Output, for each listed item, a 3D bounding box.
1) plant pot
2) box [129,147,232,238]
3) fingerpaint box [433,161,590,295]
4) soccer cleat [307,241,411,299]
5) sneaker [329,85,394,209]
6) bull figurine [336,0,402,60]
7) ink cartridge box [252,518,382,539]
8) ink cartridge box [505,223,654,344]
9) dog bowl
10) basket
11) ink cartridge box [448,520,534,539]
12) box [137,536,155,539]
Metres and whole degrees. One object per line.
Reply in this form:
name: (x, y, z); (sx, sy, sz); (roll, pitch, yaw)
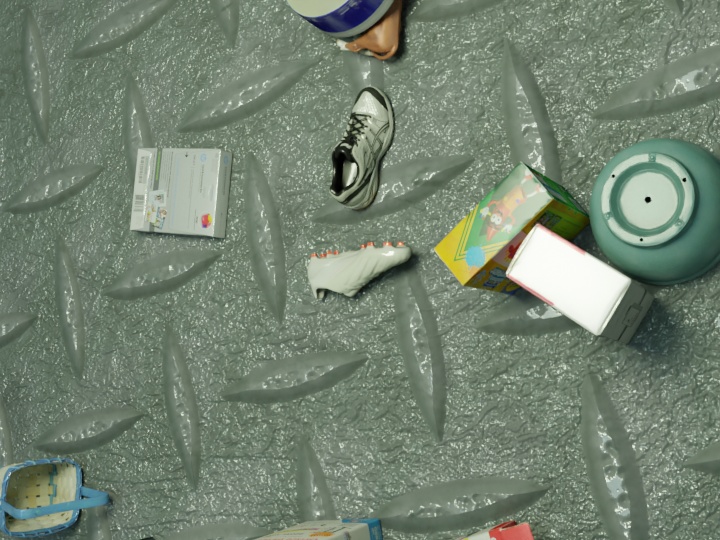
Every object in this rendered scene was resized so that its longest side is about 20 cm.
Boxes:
plant pot: (0.391, -0.085, 1.189); (0.198, 0.134, 0.204); (-3, 85, 29)
box: (-0.331, -0.144, 1.646); (0.197, 0.041, 0.159); (4, 88, 30)
fingerpaint box: (0.215, -0.052, 1.246); (0.167, 0.199, 0.074); (-46, 66, 18)
soccer cleat: (0.000, 0.000, 1.441); (0.198, 0.069, 0.079); (-10, 86, 35)
sneaker: (-0.002, -0.202, 1.442); (0.075, 0.087, 0.203); (7, 88, 30)
bull figurine: (0.029, -0.442, 1.458); (0.120, 0.065, 0.203); (2, 81, 36)
ink cartridge box: (-0.068, 0.468, 1.360); (0.145, 0.199, 0.147); (-10, 82, 27)
ink cartridge box: (0.297, 0.022, 1.196); (0.146, 0.199, 0.084); (34, 98, 26)
dog bowl: (-0.028, -0.480, 1.419); (0.198, 0.078, 0.204); (-9, 74, 36)
basket: (-0.587, 0.423, 1.671); (0.198, 0.175, 0.142); (-6, 83, 47)
ink cartridge box: (0.182, 0.440, 1.300); (0.198, 0.067, 0.118); (-25, 75, 25)
box: (-0.371, 0.607, 1.602); (0.200, 0.051, 0.159); (43, 105, 25)
